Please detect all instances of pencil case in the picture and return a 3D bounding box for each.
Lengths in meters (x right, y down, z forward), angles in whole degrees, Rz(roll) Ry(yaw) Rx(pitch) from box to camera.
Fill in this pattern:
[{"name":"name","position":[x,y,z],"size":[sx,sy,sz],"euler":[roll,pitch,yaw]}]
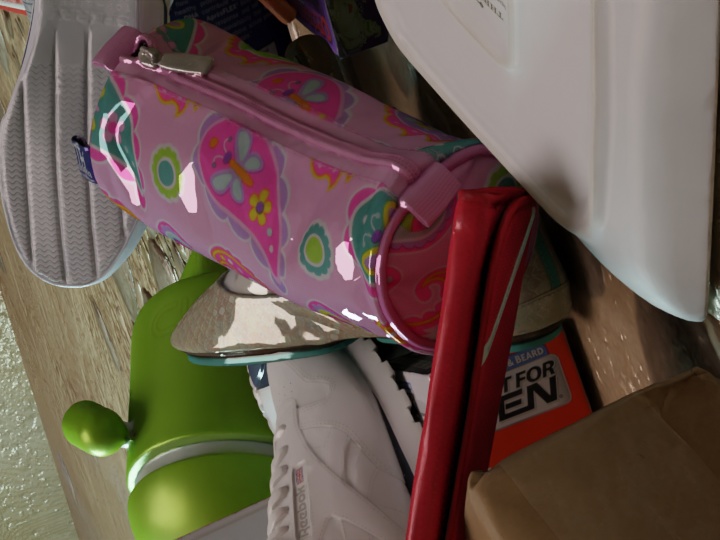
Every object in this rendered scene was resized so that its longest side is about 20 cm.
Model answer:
[{"name":"pencil case","position":[-0.024,-0.036,1.082],"size":[0.200,0.087,0.088],"euler":[27,139,45]}]

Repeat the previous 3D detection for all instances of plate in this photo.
[{"name":"plate","position":[0.049,-0.102,0.939],"size":[0.200,0.032,0.200],"euler":[51,158,37]}]

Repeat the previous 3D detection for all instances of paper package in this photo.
[{"name":"paper package","position":[0.119,0.173,0.957],"size":[0.191,0.103,0.200],"euler":[86,160,-52]}]

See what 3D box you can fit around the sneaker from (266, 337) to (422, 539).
[{"name":"sneaker","position":[-0.008,0.098,1.155],"size":[0.077,0.080,0.200],"euler":[80,167,-45]}]

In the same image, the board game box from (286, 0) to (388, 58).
[{"name":"board game box","position":[-0.044,-0.180,1.289],"size":[0.200,0.032,0.120],"euler":[-133,29,-61]}]

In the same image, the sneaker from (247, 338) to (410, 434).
[{"name":"sneaker","position":[-0.004,0.052,1.352],"size":[0.130,0.079,0.200],"euler":[-112,19,-54]}]

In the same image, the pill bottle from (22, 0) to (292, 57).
[{"name":"pill bottle","position":[-0.096,-0.129,1.276],"size":[0.112,0.112,0.200],"euler":[-145,37,-69]}]

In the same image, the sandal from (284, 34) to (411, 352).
[{"name":"sandal","position":[0.019,-0.027,1.213],"size":[0.200,0.055,0.082],"euler":[62,177,-36]}]

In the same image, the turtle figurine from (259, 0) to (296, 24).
[{"name":"turtle figurine","position":[-0.034,-0.169,1.117],"size":[0.161,0.064,0.200],"euler":[50,162,59]}]

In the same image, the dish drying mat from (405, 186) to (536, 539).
[{"name":"dish drying mat","position":[0.033,0.071,0.974],"size":[0.077,0.018,0.201],"euler":[-14,-67,-76]}]

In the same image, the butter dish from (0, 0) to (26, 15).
[{"name":"butter dish","position":[-0.151,-0.224,1.432],"size":[0.200,0.148,0.200],"euler":[15,152,40]}]

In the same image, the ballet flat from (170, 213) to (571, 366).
[{"name":"ballet flat","position":[0.000,0.000,1.146],"size":[0.200,0.067,0.063],"euler":[-4,107,38]}]

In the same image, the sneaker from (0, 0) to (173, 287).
[{"name":"sneaker","position":[-0.104,-0.093,1.190],"size":[0.071,0.073,0.201],"euler":[-43,-36,-69]}]

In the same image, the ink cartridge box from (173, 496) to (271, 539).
[{"name":"ink cartridge box","position":[-0.008,0.190,1.305],"size":[0.146,0.144,0.200],"euler":[67,-171,16]}]

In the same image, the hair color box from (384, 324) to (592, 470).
[{"name":"hair color box","position":[0.075,0.124,1.166],"size":[0.111,0.064,0.200],"euler":[179,70,-79]}]

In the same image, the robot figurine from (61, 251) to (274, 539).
[{"name":"robot figurine","position":[-0.065,0.081,1.503],"size":[0.116,0.175,0.200],"euler":[122,152,-54]}]
